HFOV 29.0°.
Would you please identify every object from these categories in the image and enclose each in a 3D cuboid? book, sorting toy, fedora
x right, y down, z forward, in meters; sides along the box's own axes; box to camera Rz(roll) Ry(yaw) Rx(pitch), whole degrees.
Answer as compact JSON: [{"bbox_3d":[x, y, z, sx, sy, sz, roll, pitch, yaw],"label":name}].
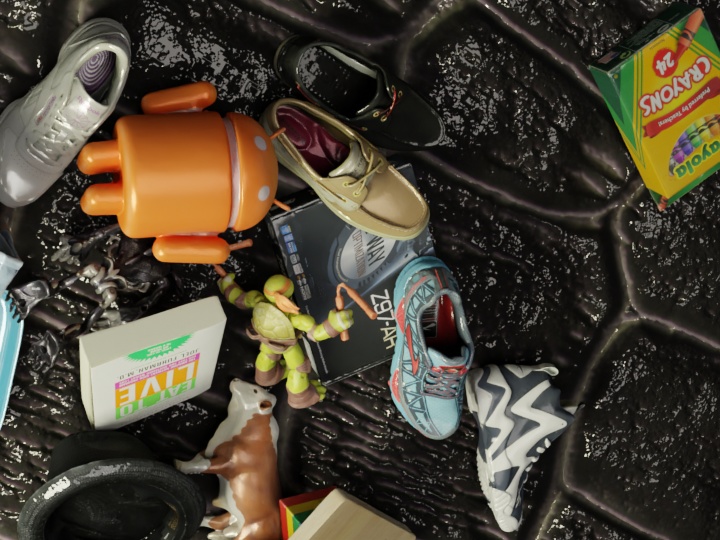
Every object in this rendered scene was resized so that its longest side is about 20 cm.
[{"bbox_3d":[-0.203,0.090,1.346,0.132,0.200,0.048,-18,71,-16],"label":"book"},{"bbox_3d":[-0.062,0.317,1.489,0.200,0.070,0.199,-47,148,1],"label":"sorting toy"},{"bbox_3d":[-0.254,0.222,1.395,0.198,0.092,0.202,-14,139,-12],"label":"fedora"}]

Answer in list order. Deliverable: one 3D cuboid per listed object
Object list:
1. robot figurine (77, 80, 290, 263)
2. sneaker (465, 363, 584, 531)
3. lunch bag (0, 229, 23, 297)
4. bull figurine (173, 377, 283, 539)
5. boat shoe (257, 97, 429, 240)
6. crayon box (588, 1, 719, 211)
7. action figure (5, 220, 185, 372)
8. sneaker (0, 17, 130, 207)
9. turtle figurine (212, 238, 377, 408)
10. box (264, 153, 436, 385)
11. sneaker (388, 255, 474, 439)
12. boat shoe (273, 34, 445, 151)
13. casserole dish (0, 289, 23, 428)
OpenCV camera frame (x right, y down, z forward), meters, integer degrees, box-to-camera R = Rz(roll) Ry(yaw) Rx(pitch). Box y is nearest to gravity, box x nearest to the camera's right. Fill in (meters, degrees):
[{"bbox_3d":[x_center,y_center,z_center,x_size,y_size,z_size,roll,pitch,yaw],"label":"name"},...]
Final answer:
[{"bbox_3d":[-0.164,-0.093,1.308,0.197,0.145,0.117,-4,138,-17],"label":"robot figurine"},{"bbox_3d":[0.196,0.193,1.572,0.128,0.080,0.202,-12,101,-6],"label":"sneaker"},{"bbox_3d":[-0.405,0.009,1.234,0.171,0.199,0.127,-58,154,5],"label":"lunch bag"},{"bbox_3d":[-0.133,0.217,1.475,0.120,0.065,0.202,-15,111,-12],"label":"bull figurine"},{"bbox_3d":[-0.016,-0.100,1.370,0.199,0.066,0.074,32,78,-3],"label":"boat shoe"},{"bbox_3d":[0.348,-0.172,1.520,0.126,0.051,0.201,-35,116,-6],"label":"crayon box"},{"bbox_3d":[-0.251,0.010,1.346,0.199,0.102,0.120,-35,98,-42],"label":"action figure"},{"bbox_3d":[-0.280,-0.143,1.284,0.074,0.100,0.201,31,97,-26],"label":"sneaker"},{"bbox_3d":[-0.072,0.064,1.399,0.065,0.198,0.163,-50,148,-41],"label":"turtle figurine"},{"bbox_3d":[0.000,0.000,1.459,0.159,0.044,0.202,-21,113,-11],"label":"box"},{"bbox_3d":[0.075,0.093,1.439,0.078,0.096,0.202,-12,111,-14],"label":"sneaker"},{"bbox_3d":[0.007,-0.171,1.396,0.200,0.063,0.074,27,93,-27],"label":"boat shoe"},{"bbox_3d":[-0.399,0.089,1.354,0.120,0.039,0.202,9,105,-22],"label":"casserole dish"}]
